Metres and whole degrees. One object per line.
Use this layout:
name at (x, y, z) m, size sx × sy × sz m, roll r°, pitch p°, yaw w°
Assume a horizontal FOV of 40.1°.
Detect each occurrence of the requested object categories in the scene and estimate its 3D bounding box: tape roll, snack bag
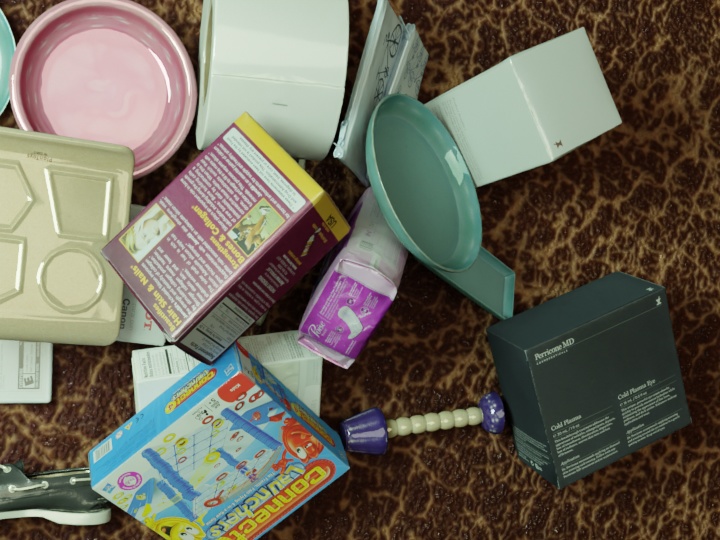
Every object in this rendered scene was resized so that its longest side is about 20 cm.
tape roll at (-0.099, -0.224, 1.056) m, size 0.137 × 0.202 × 0.206 m, roll 3°, pitch 88°, yaw -15°
snack bag at (0.029, -0.190, 1.109) m, size 0.021 × 0.200 × 0.192 m, roll 14°, pitch 84°, yaw 17°

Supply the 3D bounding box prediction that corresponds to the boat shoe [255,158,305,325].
boat shoe at (-0.108, -0.036, 1.094) m, size 0.061 × 0.075 × 0.202 m, roll 19°, pitch 119°, yaw 0°

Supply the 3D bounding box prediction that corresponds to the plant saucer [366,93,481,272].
plant saucer at (0.065, -0.090, 1.058) m, size 0.199 × 0.027 × 0.203 m, roll 34°, pitch 44°, yaw -41°

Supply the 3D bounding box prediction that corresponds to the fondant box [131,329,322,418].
fondant box at (-0.144, 0.148, 1.077) m, size 0.197 × 0.058 × 0.146 m, roll -6°, pitch 124°, yaw -15°

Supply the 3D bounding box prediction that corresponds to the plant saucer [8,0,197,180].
plant saucer at (-0.281, -0.195, 1.083) m, size 0.197 × 0.051 × 0.204 m, roll 1°, pitch 88°, yaw -17°

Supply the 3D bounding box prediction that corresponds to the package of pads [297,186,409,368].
package of pads at (0.000, 0.000, 1.070) m, size 0.075 × 0.201 × 0.121 m, roll 28°, pitch 118°, yaw -5°

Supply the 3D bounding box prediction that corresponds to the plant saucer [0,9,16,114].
plant saucer at (-0.465, -0.222, 1.042) m, size 0.197 × 0.027 × 0.204 m, roll 1°, pitch 88°, yaw -16°

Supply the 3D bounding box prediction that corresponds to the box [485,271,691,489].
box at (0.276, 0.127, 1.192) m, size 0.197 × 0.104 × 0.185 m, roll -21°, pitch 108°, yaw -15°

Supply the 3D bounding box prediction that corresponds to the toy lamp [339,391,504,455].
toy lamp at (0.073, 0.184, 1.175) m, size 0.197 × 0.058 × 0.059 m, roll -5°, pitch 90°, yaw -15°

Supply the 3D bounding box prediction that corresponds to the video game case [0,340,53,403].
video game case at (-0.420, 0.040, 1.054) m, size 0.179 × 0.023 × 0.204 m, roll 2°, pitch 89°, yaw -16°

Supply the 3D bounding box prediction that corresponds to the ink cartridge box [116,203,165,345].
ink cartridge box at (-0.297, -0.005, 1.040) m, size 0.197 × 0.083 × 0.148 m, roll 9°, pitch 85°, yaw -26°

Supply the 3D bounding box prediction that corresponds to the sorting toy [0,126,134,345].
sorting toy at (-0.321, -0.032, 0.966) m, size 0.182 × 0.036 × 0.204 m, roll 6°, pitch 91°, yaw -25°

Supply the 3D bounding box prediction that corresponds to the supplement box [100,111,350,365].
supplement box at (-0.129, -0.029, 0.963) m, size 0.200 × 0.103 × 0.131 m, roll -43°, pitch 67°, yaw -3°

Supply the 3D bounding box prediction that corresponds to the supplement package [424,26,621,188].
supplement package at (0.175, -0.176, 1.126) m, size 0.116 × 0.199 × 0.118 m, roll -26°, pitch 96°, yaw -27°

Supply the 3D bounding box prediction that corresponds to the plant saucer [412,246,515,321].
plant saucer at (0.123, -0.004, 1.158) m, size 0.199 × 0.019 × 0.071 m, roll 34°, pitch 55°, yaw -44°

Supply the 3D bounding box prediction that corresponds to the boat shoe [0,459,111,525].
boat shoe at (-0.359, 0.231, 1.042) m, size 0.197 × 0.074 × 0.061 m, roll 7°, pitch 87°, yaw -19°

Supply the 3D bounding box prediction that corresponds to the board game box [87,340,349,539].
board game box at (-0.146, 0.200, 1.040) m, size 0.199 × 0.056 × 0.196 m, roll -38°, pitch 126°, yaw 7°
